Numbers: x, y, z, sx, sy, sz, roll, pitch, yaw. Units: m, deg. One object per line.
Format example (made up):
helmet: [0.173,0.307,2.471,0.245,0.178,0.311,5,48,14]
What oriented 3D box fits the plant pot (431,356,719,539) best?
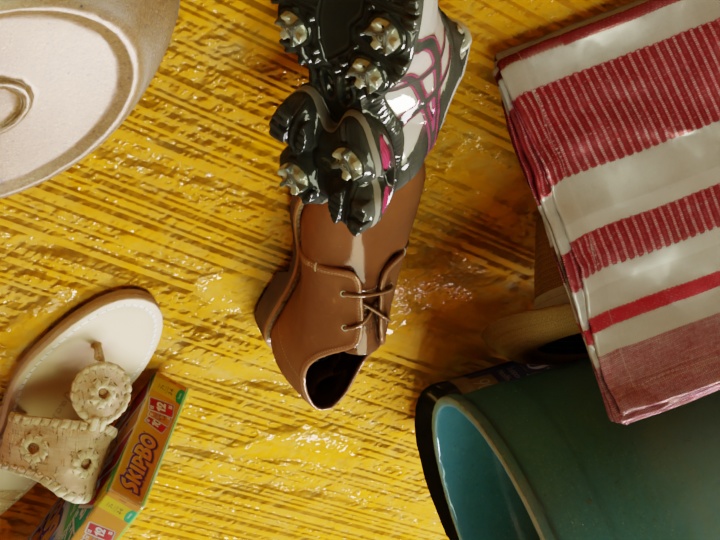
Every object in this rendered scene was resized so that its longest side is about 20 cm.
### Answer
plant pot: [0.165,0.127,1.546,0.188,0.200,0.200,-22,152,-11]

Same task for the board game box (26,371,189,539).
board game box: [-0.159,0.148,1.586,0.030,0.096,0.200,28,131,-9]

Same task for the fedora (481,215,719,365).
fedora: [0.159,-0.004,1.550,0.200,0.082,0.201,-9,169,-2]

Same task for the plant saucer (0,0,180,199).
plant saucer: [-0.168,-0.082,1.248,0.200,0.035,0.200,-18,151,-10]

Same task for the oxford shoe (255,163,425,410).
oxford shoe: [0.000,0.000,1.477,0.071,0.071,0.200,-10,147,-21]

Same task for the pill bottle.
pill bottle: [0.142,0.095,1.698,0.200,0.112,0.112,-16,151,-14]

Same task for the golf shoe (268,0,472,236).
golf shoe: [0.009,-0.109,1.319,0.088,0.077,0.200,-40,157,-32]

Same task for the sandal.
sandal: [-0.163,0.100,1.521,0.078,0.070,0.212,9,137,-45]

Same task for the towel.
towel: [0.161,-0.037,1.434,0.144,0.200,0.023,-21,-169,-6]
